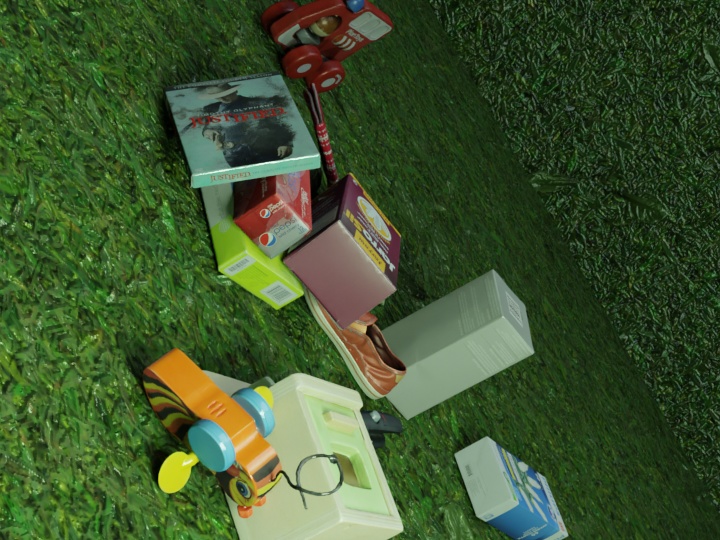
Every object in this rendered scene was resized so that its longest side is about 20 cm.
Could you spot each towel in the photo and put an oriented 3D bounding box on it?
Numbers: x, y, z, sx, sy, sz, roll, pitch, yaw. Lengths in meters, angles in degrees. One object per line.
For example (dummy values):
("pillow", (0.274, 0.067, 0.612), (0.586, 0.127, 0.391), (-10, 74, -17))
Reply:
("towel", (-0.044, -0.140, 1.725), (0.145, 0.022, 0.201), (-105, -178, -58))

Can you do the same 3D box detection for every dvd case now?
("dvd case", (-0.139, -0.165, 1.428), (0.200, 0.145, 0.022), (-115, -161, -51))

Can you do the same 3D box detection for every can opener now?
("can opener", (0.005, 0.178, 1.425), (0.200, 0.063, 0.079), (18, 43, -64))

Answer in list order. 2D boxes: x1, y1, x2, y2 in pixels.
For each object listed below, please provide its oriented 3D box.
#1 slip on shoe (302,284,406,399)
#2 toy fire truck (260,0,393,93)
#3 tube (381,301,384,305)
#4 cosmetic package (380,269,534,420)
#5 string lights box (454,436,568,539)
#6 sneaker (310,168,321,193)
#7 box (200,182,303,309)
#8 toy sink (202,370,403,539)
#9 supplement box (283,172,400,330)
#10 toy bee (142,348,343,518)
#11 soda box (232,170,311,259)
("slip on shoe", (-0.010, 0.066, 1.574), (0.200, 0.061, 0.074), (57, 19, -2))
("toy fire truck", (-0.052, -0.386, 2.010), (0.200, 0.168, 0.112), (19, 43, -64))
("tube", (0.000, 0.000, 1.721), (0.052, 0.058, 0.200), (48, 11, 20))
("cosmetic package", (0.117, 0.098, 1.641), (0.090, 0.200, 0.107), (46, 24, -31))
("string lights box", (0.215, 0.320, 1.777), (0.200, 0.059, 0.103), (38, 26, -49))
("sneaker", (-0.114, -0.148, 1.637), (0.200, 0.066, 0.091), (53, 33, -46))
("box", (-0.134, -0.064, 1.466), (0.122, 0.048, 0.201), (38, 28, -50))
("toy sink", (-0.058, 0.170, 1.186), (0.130, 0.112, 0.201), (29, 34, -58))
("supplement box", (-0.017, -0.027, 1.508), (0.110, 0.086, 0.200), (50, 15, -14))
("toy bee", (-0.114, 0.163, 1.077), (0.200, 0.131, 0.109), (53, -33, 37))
("soda box", (-0.101, -0.107, 1.441), (0.070, 0.063, 0.200), (47, 21, -31))
